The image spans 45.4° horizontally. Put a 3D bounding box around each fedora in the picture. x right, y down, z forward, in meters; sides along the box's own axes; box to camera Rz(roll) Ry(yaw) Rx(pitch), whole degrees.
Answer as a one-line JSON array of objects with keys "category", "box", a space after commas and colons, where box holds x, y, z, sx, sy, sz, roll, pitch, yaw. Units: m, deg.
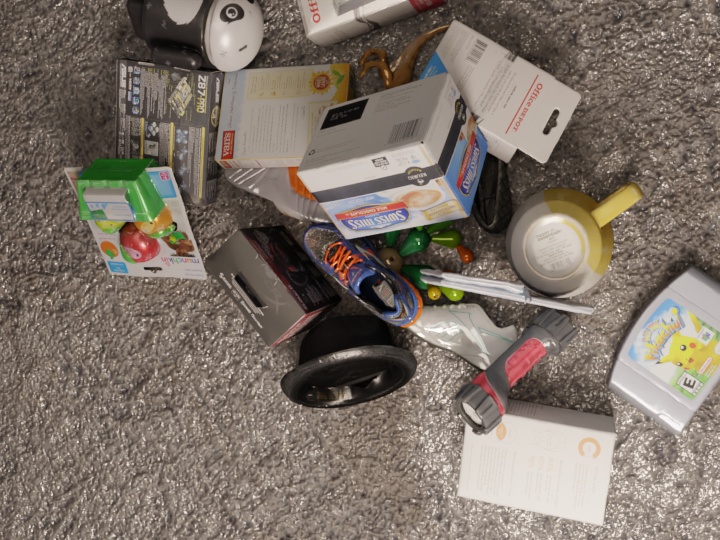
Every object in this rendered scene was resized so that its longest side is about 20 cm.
[{"category": "fedora", "box": [-0.021, 0.122, 1.231, 0.197, 0.201, 0.093, -20, 59, 15]}]

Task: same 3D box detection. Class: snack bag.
[{"category": "snack bag", "box": [0.180, 0.025, 1.086, 0.196, 0.189, 0.022, 11, 90, -3]}]

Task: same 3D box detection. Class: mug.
[{"category": "mug", "box": [0.264, -0.050, 1.125, 0.147, 0.153, 0.189, 24, 100, 12]}]

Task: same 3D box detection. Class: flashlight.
[{"category": "flashlight", "box": [0.210, 0.132, 1.146, 0.199, 0.068, 0.068, -38, 86, -21]}]

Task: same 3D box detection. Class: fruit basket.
[{"category": "fruit basket", "box": [-0.338, -0.066, 1.292, 0.182, 0.094, 0.203, 3, 124, 19]}]

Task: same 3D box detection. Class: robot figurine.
[{"category": "robot figurine", "box": [-0.238, -0.364, 1.250, 0.197, 0.125, 0.153, 16, 98, 14]}]

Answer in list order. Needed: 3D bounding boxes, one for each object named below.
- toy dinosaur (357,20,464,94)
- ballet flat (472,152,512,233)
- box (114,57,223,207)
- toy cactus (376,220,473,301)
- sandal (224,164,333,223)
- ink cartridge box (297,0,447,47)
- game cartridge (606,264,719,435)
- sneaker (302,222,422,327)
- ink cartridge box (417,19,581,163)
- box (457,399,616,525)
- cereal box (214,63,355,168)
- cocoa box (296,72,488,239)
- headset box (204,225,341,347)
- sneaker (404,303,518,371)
[{"category": "toy dinosaur", "box": [0.053, -0.282, 1.224, 0.105, 0.060, 0.203, 22, 99, -17]}, {"category": "ballet flat", "box": [0.170, -0.151, 1.190, 0.065, 0.057, 0.204, -16, 85, 16]}, {"category": "box", "box": [-0.292, -0.209, 1.301, 0.158, 0.049, 0.204, 10, 107, 16]}, {"category": "toy cactus", "box": [0.067, -0.026, 1.220, 0.164, 0.102, 0.201, -36, 93, 24]}, {"category": "sandal", "box": [-0.104, -0.122, 1.270, 0.204, 0.059, 0.080, 24, 78, 22]}, {"category": "ink cartridge box", "box": [0.005, -0.419, 1.203, 0.197, 0.085, 0.148, -15, 90, 17]}, {"category": "game cartridge", "box": [0.426, 0.102, 1.154, 0.132, 0.040, 0.202, 34, 102, 14]}, {"category": "sneaker", "box": [0.000, 0.000, 1.173, 0.199, 0.078, 0.076, 36, 98, 13]}, {"category": "ink cartridge box", "box": [0.179, -0.228, 1.154, 0.198, 0.068, 0.117, 31, 80, 4]}, {"category": "box", "box": [0.242, 0.255, 1.183, 0.196, 0.097, 0.127, 8, 96, 15]}, {"category": "cereal box", "box": [-0.110, -0.223, 1.251, 0.196, 0.040, 0.147, 1, 75, 16]}, {"category": "cocoa box", "box": [0.044, -0.143, 1.113, 0.197, 0.135, 0.132, -9, 135, 35]}, {"category": "headset box", "box": [-0.122, 0.018, 1.210, 0.075, 0.200, 0.149, -41, 85, 14]}, {"category": "sneaker", "box": [0.132, 0.078, 1.221, 0.198, 0.070, 0.081, 26, 87, 8]}]
